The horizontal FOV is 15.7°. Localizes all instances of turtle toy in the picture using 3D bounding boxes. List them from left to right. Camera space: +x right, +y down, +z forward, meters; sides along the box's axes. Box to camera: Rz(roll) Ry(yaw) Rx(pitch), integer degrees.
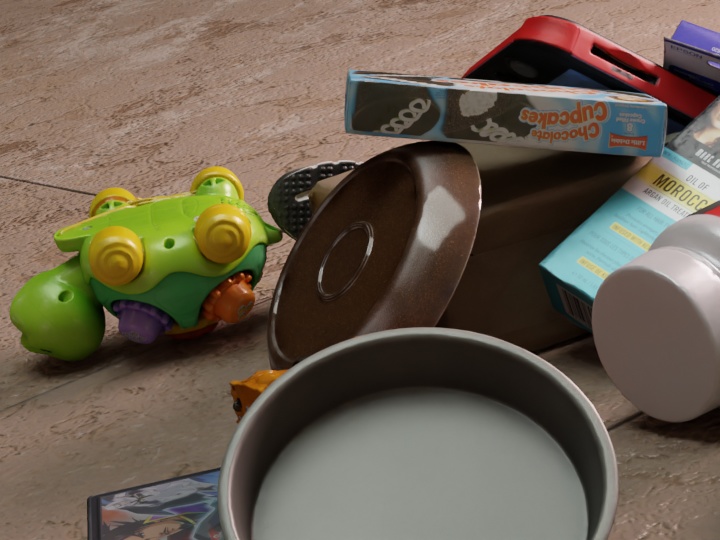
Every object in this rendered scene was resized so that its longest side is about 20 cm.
[{"bbox_3d":[-0.151,0.002,1.839,0.200,0.101,0.146,-13,17,-1],"label":"turtle toy"}]

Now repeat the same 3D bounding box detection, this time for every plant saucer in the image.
[{"bbox_3d":[0.000,0.000,1.641,0.200,0.032,0.200,-41,32,33],"label":"plant saucer"}]

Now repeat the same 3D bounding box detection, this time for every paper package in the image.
[{"bbox_3d":[0.093,-0.023,1.754,0.191,0.104,0.200,-18,17,-19],"label":"paper package"}]

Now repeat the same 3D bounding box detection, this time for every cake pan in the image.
[{"bbox_3d":[0.029,0.116,1.312,0.200,0.037,0.200,-3,49,3],"label":"cake pan"}]

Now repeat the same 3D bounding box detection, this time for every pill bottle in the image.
[{"bbox_3d":[0.238,0.008,1.535,0.200,0.114,0.114,-25,21,-37],"label":"pill bottle"}]

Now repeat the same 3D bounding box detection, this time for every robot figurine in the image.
[{"bbox_3d":[0.014,0.082,1.460,0.145,0.058,0.200,-19,17,-24],"label":"robot figurine"}]

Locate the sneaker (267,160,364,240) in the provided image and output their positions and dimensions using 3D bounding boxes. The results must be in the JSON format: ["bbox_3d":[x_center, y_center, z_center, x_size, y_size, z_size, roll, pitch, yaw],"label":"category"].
[{"bbox_3d":[0.024,-0.038,1.877,0.200,0.074,0.080,6,1,-22],"label":"sneaker"}]

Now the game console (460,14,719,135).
[{"bbox_3d":[0.178,-0.106,1.817,0.200,0.031,0.177,27,-17,-9],"label":"game console"}]

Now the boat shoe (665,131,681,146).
[{"bbox_3d":[0.275,-0.048,1.725,0.201,0.072,0.061,6,60,22],"label":"boat shoe"}]

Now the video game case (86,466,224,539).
[{"bbox_3d":[-0.060,0.148,1.436,0.181,0.026,0.200,-13,17,-3],"label":"video game case"}]

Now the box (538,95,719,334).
[{"bbox_3d":[0.212,-0.035,1.640,0.200,0.049,0.082,-43,51,-16],"label":"box"}]

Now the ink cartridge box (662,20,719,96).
[{"bbox_3d":[0.258,-0.116,1.800,0.099,0.039,0.200,22,-17,12],"label":"ink cartridge box"}]

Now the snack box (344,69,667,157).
[{"bbox_3d":[0.090,-0.101,1.673,0.200,0.037,0.116,5,8,-2],"label":"snack box"}]
